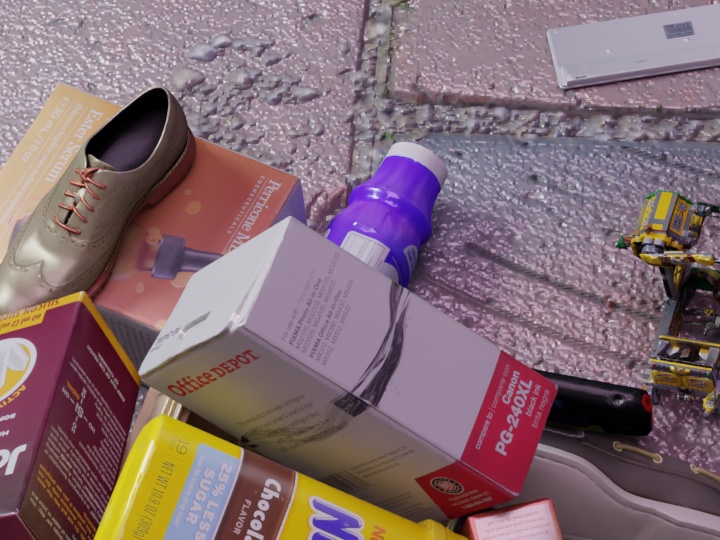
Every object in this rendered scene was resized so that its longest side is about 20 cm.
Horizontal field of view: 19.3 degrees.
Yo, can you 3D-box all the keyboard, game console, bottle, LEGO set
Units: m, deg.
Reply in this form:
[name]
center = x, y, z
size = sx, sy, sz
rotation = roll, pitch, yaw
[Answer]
[keyboard]
center = 0.246, -0.177, 1.619
size = 0.200, 0.011, 0.056
rotation = -9, 55, -2
[game console]
center = 0.093, 0.077, 1.387
size = 0.200, 0.177, 0.031
rotation = 10, 87, 9
[bottle]
center = 0.000, 0.000, 1.487
size = 0.065, 0.084, 0.200
rotation = 21, 63, 16
[LEGO set]
center = 0.263, 0.037, 1.413
size = 0.200, 0.154, 0.116
rotation = 13, 62, 15

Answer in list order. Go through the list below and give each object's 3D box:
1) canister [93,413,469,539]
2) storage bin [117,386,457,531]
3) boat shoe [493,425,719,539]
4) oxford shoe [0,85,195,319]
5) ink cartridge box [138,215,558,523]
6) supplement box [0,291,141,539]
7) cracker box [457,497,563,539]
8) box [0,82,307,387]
[canister]
center = -0.054, 0.184, 1.215
size = 0.200, 0.087, 0.149
rotation = 24, 71, -11
[storage bin]
center = -0.048, 0.146, 1.344
size = 0.200, 0.094, 0.199
rotation = 29, 64, -17
[boat shoe]
center = 0.158, 0.139, 1.377
size = 0.202, 0.072, 0.060
rotation = 22, 43, -15
[oxford shoe]
center = -0.187, -0.044, 1.405
size = 0.070, 0.075, 0.200
rotation = 28, 68, 15
[ink cartridge box]
center = -0.009, 0.066, 1.249
size = 0.200, 0.145, 0.083
rotation = 33, 62, -17
[supplement box]
center = -0.217, 0.118, 1.311
size = 0.110, 0.086, 0.200
rotation = -16, 36, 19
[cracker box]
center = 0.107, 0.247, 1.279
size = 0.058, 0.134, 0.200
rotation = -13, 76, -5
[box]
center = -0.158, -0.017, 1.493
size = 0.200, 0.106, 0.152
rotation = 21, 63, 15
